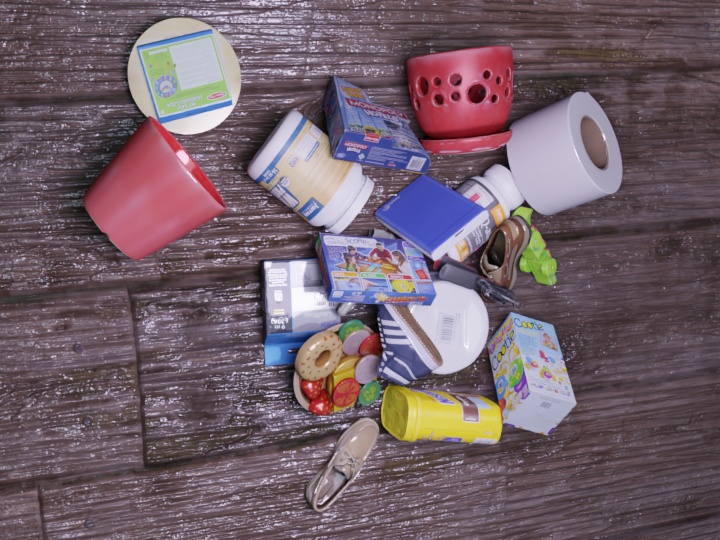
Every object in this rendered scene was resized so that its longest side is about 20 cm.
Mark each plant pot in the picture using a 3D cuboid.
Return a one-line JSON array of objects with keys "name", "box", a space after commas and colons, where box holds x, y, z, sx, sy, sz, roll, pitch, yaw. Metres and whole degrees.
[{"name": "plant pot", "box": [0.188, -0.317, 1.414, 0.198, 0.200, 0.185, -10, 105, -14]}, {"name": "plant pot", "box": [-0.356, -0.127, 1.282, 0.177, 0.200, 0.201, -39, 102, 0]}]

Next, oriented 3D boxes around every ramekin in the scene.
[{"name": "ramekin", "box": [0.153, 0.105, 1.475, 0.198, 0.098, 0.203, -1, 93, -15]}]

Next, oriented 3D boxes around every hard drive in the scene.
[{"name": "hard drive", "box": [0.128, -0.104, 1.407, 0.132, 0.200, 0.025, -38, 128, -10]}]

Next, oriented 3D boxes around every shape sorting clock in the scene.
[{"name": "shape sorting clock", "box": [-0.313, -0.345, 1.350, 0.197, 0.039, 0.203, -1, 94, -17]}]

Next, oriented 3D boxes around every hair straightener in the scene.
[{"name": "hair straightener", "box": [0.228, 0.036, 1.417, 0.199, 0.077, 0.041, 28, 111, -22]}]

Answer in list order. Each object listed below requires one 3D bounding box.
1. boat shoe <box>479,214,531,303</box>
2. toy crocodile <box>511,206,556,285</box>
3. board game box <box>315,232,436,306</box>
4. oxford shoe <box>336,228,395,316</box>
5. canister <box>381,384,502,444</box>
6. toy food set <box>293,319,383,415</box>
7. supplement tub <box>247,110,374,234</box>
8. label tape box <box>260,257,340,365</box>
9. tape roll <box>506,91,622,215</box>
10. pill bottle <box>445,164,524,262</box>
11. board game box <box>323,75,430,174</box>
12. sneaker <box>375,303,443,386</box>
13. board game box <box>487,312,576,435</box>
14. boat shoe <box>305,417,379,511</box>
[{"name": "boat shoe", "box": [0.264, -0.019, 1.469, 0.073, 0.076, 0.202, -18, 137, -32]}, {"name": "toy crocodile", "box": [0.346, -0.043, 1.511, 0.062, 0.067, 0.200, -54, 128, -22]}, {"name": "board game box", "box": [0.026, -0.002, 1.350, 0.197, 0.136, 0.035, 4, 137, -21]}, {"name": "oxford shoe", "box": [0.000, 0.000, 1.425, 0.057, 0.075, 0.201, 33, 63, -5]}, {"name": "canister", "box": [0.157, 0.280, 1.463, 0.197, 0.148, 0.088, 8, 92, -18]}, {"name": "toy food set", "box": [-0.036, 0.185, 1.416, 0.196, 0.049, 0.202, -16, 121, -28]}, {"name": "supplement tub", "box": [-0.088, -0.173, 1.368, 0.199, 0.145, 0.145, 37, 84, -14]}, {"name": "label tape box", "box": [-0.110, 0.078, 1.418, 0.142, 0.063, 0.203, -3, 94, -15]}, {"name": "tape roll", "box": [0.393, -0.222, 1.456, 0.201, 0.138, 0.205, 20, 61, -41]}, {"name": "pill bottle", "box": [0.217, -0.109, 1.471, 0.199, 0.116, 0.117, -39, 102, -10]}, {"name": "board game box", "box": [0.015, -0.271, 1.382, 0.198, 0.201, 0.062, 5, 132, -31]}, {"name": "sneaker", "box": [0.052, 0.118, 1.385, 0.108, 0.070, 0.201, -37, 86, 20]}, {"name": "board game box", "box": [0.327, 0.198, 1.467, 0.104, 0.201, 0.104, 17, 129, -15]}, {"name": "boat shoe", "box": [-0.029, 0.376, 1.458, 0.072, 0.065, 0.200, 42, 82, -14]}]
